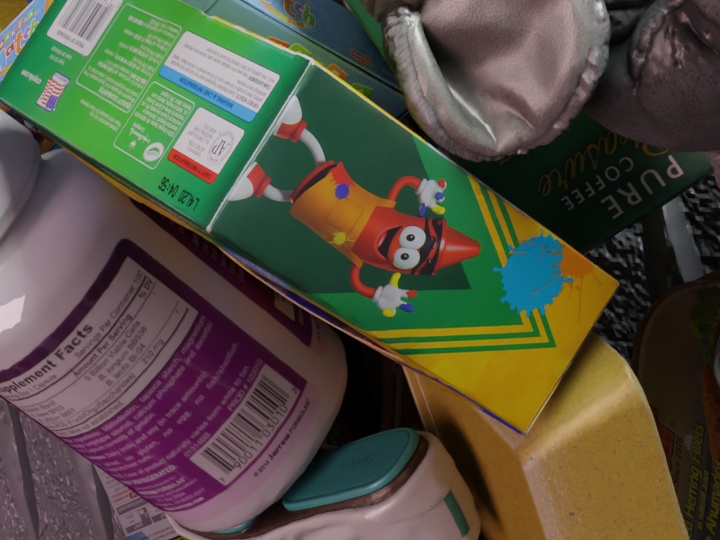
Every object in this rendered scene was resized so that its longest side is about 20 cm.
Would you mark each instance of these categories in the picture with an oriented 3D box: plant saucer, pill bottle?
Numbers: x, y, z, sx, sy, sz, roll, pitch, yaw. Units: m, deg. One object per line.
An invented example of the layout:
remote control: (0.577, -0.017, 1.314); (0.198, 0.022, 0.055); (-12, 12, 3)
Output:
plant saucer: (0.075, 0.092, 1.004); (0.200, 0.048, 0.200); (46, 158, 59)
pill bottle: (-0.111, 0.018, 1.032); (0.200, 0.112, 0.112); (39, 151, -26)

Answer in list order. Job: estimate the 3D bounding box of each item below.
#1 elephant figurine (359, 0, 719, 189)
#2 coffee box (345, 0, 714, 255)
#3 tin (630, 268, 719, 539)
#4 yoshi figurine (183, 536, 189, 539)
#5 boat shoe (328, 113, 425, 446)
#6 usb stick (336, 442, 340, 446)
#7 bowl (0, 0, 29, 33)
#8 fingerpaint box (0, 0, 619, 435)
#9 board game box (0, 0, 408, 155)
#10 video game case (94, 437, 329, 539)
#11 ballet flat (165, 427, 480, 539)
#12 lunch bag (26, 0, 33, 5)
elephant figurine: (0.051, -0.110, 0.852); (0.142, 0.200, 0.155); (81, -172, -80)
coffee box: (0.066, -0.109, 0.952); (0.123, 0.044, 0.200); (-36, 89, 28)
tin: (0.161, 0.090, 1.001); (0.112, 0.042, 0.200); (26, 128, 35)
yoshi figurine: (-0.083, 0.087, 1.199); (0.112, 0.112, 0.200); (-179, 87, -66)
boat shoe: (0.000, 0.000, 1.116); (0.076, 0.074, 0.200); (-10, 100, 51)
usb stick: (0.026, 0.130, 1.119); (0.056, 0.033, 0.200); (66, 172, -21)
bowl: (-0.133, -0.099, 1.178); (0.200, 0.200, 0.108); (-15, 53, 52)
fingerpaint box: (-0.026, -0.031, 0.919); (0.073, 0.167, 0.200); (-58, 35, -1)
board game box: (-0.094, -0.064, 1.058); (0.200, 0.151, 0.037); (-37, 39, 36)
video game case: (-0.070, 0.133, 1.310); (0.200, 0.022, 0.183); (-27, 87, 51)
ballet flat: (-0.019, 0.110, 1.073); (0.200, 0.069, 0.070); (-9, 101, 54)
lunch bag: (-0.122, -0.198, 1.090); (0.200, 0.160, 0.076); (53, 140, 16)
